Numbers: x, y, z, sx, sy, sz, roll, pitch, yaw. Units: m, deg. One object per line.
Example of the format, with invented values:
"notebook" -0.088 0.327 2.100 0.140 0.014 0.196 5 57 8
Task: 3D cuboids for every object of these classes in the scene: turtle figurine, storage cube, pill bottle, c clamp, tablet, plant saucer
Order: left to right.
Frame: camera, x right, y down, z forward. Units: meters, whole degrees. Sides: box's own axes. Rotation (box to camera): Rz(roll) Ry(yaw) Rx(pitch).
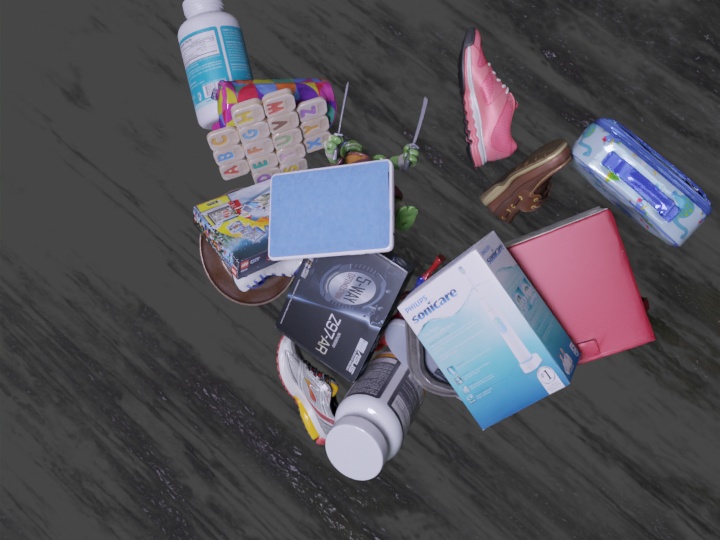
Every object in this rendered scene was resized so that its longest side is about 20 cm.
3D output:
"pill bottle" -0.240 -0.349 1.124 0.108 0.111 0.206 -12 92 18
"plant saucer" -0.190 -0.043 1.184 0.194 0.037 0.207 2 97 16
"tablet" -0.044 -0.085 0.968 0.194 0.014 0.135 -4 78 21
"turtle figurine" 0.021 -0.168 1.025 0.199 0.142 0.197 -40 51 25
"pill bottle" 0.026 0.224 1.052 0.113 0.200 0.120 10 117 20
"c clamp" 0.133 0.110 0.987 0.167 0.027 0.205 19 125 30
"storage cube" 0.298 0.026 0.969 0.195 0.171 0.185 -20 90 18

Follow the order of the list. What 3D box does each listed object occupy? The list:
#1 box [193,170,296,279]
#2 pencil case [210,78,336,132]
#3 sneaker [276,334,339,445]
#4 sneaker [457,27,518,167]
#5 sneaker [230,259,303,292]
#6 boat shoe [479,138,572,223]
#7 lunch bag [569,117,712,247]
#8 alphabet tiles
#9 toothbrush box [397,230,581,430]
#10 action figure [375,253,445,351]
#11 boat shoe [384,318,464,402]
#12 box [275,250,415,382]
"box" -0.146 -0.078 1.064 0.137 0.197 0.038 46 143 27
"pencil case" -0.137 -0.260 1.066 0.194 0.088 0.091 -8 96 -23
"sneaker" -0.080 0.194 1.164 0.081 0.078 0.204 -26 98 14
"sneaker" 0.197 -0.267 1.030 0.084 0.074 0.207 -7 98 4
"sneaker" -0.152 -0.015 1.124 0.194 0.081 0.118 21 115 8
"boat shoe" 0.247 -0.125 0.974 0.072 0.200 0.068 -40 90 -23
"lunch bag" 0.382 -0.123 0.931 0.199 0.160 0.083 42 106 9
"alphabet tiles" -0.138 -0.204 1.063 0.190 0.201 0.015 -18 65 -6
"toothbrush box" 0.167 0.079 0.880 0.146 0.085 0.202 -38 89 34
"action figure" 0.083 0.065 1.106 0.066 0.051 0.200 47 112 12
"boat shoe" 0.128 0.134 1.079 0.197 0.067 0.071 33 126 0
"box" -0.027 0.042 1.026 0.158 0.043 0.204 32 112 14
